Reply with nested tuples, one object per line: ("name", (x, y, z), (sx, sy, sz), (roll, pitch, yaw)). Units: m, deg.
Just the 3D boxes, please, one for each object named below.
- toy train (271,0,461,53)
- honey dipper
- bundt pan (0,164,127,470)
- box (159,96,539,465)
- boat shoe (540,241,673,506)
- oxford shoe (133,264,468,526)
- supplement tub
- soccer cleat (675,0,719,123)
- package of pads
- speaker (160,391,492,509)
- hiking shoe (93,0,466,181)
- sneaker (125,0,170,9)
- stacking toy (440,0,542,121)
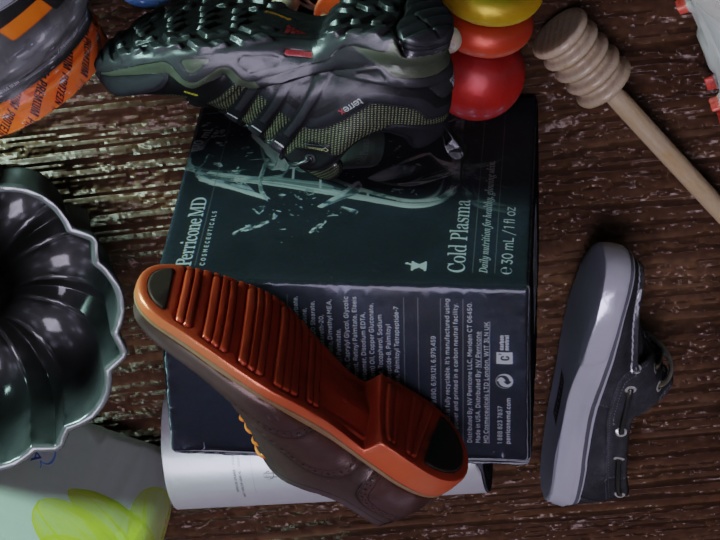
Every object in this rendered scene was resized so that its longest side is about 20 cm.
("toy train", (-0.013, -0.198, 1.304), (0.150, 0.056, 0.201), (9, 125, 13))
("honey dipper", (0.173, -0.069, 1.403), (0.038, 0.038, 0.200), (-33, 118, 25))
("bundt pan", (-0.236, 0.017, 1.468), (0.201, 0.076, 0.203), (-1, 116, -2))
("box", (0.000, 0.000, 1.369), (0.196, 0.200, 0.124), (0, 124, 5))
("boat shoe", (0.155, 0.066, 1.485), (0.066, 0.070, 0.201), (3, 127, -6))
("oxford shoe", (-0.042, 0.070, 1.259), (0.200, 0.071, 0.073), (35, 124, -17))
("supplement tub", (-0.226, -0.176, 1.313), (0.122, 0.123, 0.200), (-22, 121, 20))
("soccer cleat", (0.211, -0.145, 1.331), (0.077, 0.069, 0.200), (-18, 129, 11))
("package of pads", (-0.200, 0.172, 1.511), (0.154, 0.200, 0.068), (20, 132, -10))
("speaker", (-0.021, 0.103, 1.518), (0.199, 0.081, 0.081), (-4, 125, 9))
("hiking shoe", (-0.045, -0.090, 1.306), (0.199, 0.076, 0.101), (1, 119, 18))
("sneaker", (-0.124, -0.221, 1.290), (0.078, 0.090, 0.201), (1, 127, 5))
("stacking toy", (0.073, -0.164, 1.323), (0.085, 0.086, 0.201), (6, 130, 1))
